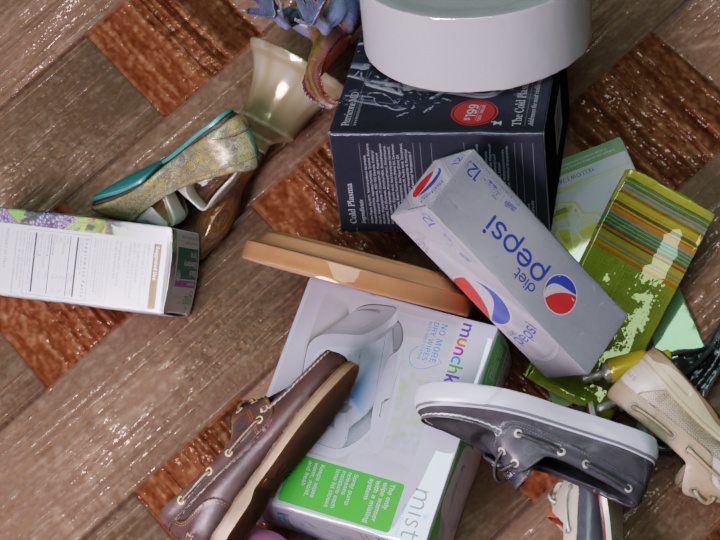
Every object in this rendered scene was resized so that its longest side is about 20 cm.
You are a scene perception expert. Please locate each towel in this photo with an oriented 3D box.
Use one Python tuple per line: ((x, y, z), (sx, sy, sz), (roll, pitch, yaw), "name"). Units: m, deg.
((0.220, 0.020, 1.646), (0.086, 0.018, 0.201), (27, 89, 4), "towel")

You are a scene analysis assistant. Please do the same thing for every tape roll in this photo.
((0.098, -0.229, 1.657), (0.201, 0.071, 0.203), (-5, 34, 3), "tape roll")

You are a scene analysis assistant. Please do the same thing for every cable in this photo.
((0.288, 0.080, 1.623), (0.199, 0.050, 0.097), (-31, 83, -5), "cable")

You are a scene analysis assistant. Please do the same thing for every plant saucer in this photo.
((0.000, 0.000, 1.632), (0.199, 0.200, 0.033), (15, 91, 16), "plant saucer")

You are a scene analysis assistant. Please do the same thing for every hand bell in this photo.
((-0.102, -0.100, 1.765), (0.104, 0.104, 0.201), (28, 87, 20), "hand bell")

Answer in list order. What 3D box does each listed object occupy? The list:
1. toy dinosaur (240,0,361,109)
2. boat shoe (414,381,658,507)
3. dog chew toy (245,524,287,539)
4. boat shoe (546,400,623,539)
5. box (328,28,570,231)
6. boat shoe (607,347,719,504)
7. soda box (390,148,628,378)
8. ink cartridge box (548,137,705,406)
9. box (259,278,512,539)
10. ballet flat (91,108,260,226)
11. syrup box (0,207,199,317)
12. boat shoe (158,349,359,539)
((-0.032, -0.229, 1.758), (0.104, 0.181, 0.201), (-8, 84, 26), "toy dinosaur")
((0.135, 0.142, 1.535), (0.199, 0.070, 0.067), (16, 69, -4), "boat shoe")
((-0.078, 0.301, 1.576), (0.124, 0.125, 0.201), (-16, 58, 4), "dog chew toy")
((0.183, 0.203, 1.588), (0.062, 0.071, 0.201), (-13, 63, 19), "boat shoe")
((0.081, -0.128, 1.672), (0.181, 0.105, 0.200), (0, 36, 11), "box")
((0.283, 0.156, 1.573), (0.064, 0.071, 0.200), (-41, 85, 1), "boat shoe")
((0.121, -0.003, 1.571), (0.200, 0.063, 0.068), (45, 67, -18), "soda box")
((0.196, 0.001, 1.678), (0.145, 0.048, 0.201), (-21, 64, 2), "ink cartridge box")
((0.013, 0.132, 1.635), (0.176, 0.097, 0.201), (15, 72, 18), "box")
((-0.165, -0.077, 1.740), (0.200, 0.070, 0.071), (-28, 61, 37), "ballet flat")
((-0.251, -0.009, 1.738), (0.199, 0.079, 0.082), (6, 89, 14), "syrup box")
((-0.083, 0.139, 1.560), (0.070, 0.070, 0.200), (35, 79, 19), "boat shoe")
